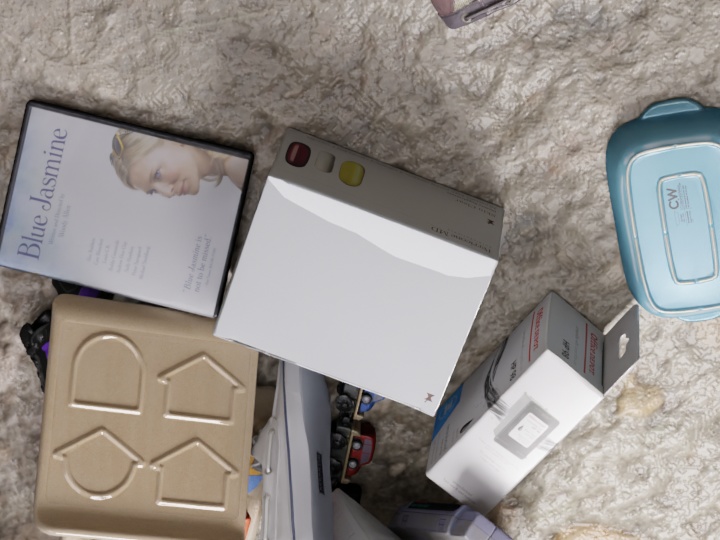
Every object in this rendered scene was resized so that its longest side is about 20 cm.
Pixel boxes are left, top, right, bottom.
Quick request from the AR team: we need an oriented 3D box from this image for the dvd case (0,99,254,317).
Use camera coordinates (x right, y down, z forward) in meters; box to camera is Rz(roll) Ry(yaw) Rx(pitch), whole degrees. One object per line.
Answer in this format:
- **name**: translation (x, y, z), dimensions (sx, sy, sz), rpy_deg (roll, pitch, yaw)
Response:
- **dvd case**: translation (-0.200, -0.052, 1.590), dimensions (0.198, 0.018, 0.144), rpy_deg (13, 94, 2)

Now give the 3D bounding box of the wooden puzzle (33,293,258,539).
- **wooden puzzle**: translation (-0.181, 0.129, 1.583), dimensions (0.184, 0.046, 0.202), rpy_deg (9, 74, -24)

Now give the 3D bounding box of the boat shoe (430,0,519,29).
- **boat shoe**: translation (0.143, -0.245, 1.459), dimensions (0.198, 0.072, 0.065), rpy_deg (-21, 123, 13)

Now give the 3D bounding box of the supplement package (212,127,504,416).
- **supplement package**: translation (0.000, 0.000, 1.565), dimensions (0.198, 0.111, 0.157), rpy_deg (20, 116, -3)

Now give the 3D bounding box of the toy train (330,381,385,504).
- **toy train**: translation (-0.008, 0.156, 1.681), dimensions (0.045, 0.034, 0.202), rpy_deg (10, 116, -1)

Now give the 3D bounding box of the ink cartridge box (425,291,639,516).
- **ink cartridge box**: translation (0.145, 0.099, 1.590), dimensions (0.067, 0.116, 0.200), rpy_deg (38, 113, -9)

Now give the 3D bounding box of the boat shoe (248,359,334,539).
- **boat shoe**: translation (-0.064, 0.157, 1.617), dimensions (0.065, 0.202, 0.074), rpy_deg (-11, 151, 18)

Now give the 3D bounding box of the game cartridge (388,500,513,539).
- **game cartridge**: translation (0.106, 0.250, 1.637), dimensions (0.130, 0.200, 0.038), rpy_deg (43, 74, -10)

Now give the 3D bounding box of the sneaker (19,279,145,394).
- **sneaker**: translation (-0.255, 0.083, 1.666), dimensions (0.099, 0.070, 0.202), rpy_deg (18, 112, 6)

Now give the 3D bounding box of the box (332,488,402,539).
- **box**: translation (0.015, 0.290, 1.611), dimensions (0.124, 0.200, 0.098), rpy_deg (41, 91, -20)

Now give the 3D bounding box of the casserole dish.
- **casserole dish**: translation (0.269, -0.041, 1.552), dimensions (0.120, 0.039, 0.202), rpy_deg (-8, 113, 10)

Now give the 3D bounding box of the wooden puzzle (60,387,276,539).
- **wooden puzzle**: translation (-0.163, 0.199, 1.666), dimensions (0.184, 0.046, 0.202), rpy_deg (2, 117, -24)
